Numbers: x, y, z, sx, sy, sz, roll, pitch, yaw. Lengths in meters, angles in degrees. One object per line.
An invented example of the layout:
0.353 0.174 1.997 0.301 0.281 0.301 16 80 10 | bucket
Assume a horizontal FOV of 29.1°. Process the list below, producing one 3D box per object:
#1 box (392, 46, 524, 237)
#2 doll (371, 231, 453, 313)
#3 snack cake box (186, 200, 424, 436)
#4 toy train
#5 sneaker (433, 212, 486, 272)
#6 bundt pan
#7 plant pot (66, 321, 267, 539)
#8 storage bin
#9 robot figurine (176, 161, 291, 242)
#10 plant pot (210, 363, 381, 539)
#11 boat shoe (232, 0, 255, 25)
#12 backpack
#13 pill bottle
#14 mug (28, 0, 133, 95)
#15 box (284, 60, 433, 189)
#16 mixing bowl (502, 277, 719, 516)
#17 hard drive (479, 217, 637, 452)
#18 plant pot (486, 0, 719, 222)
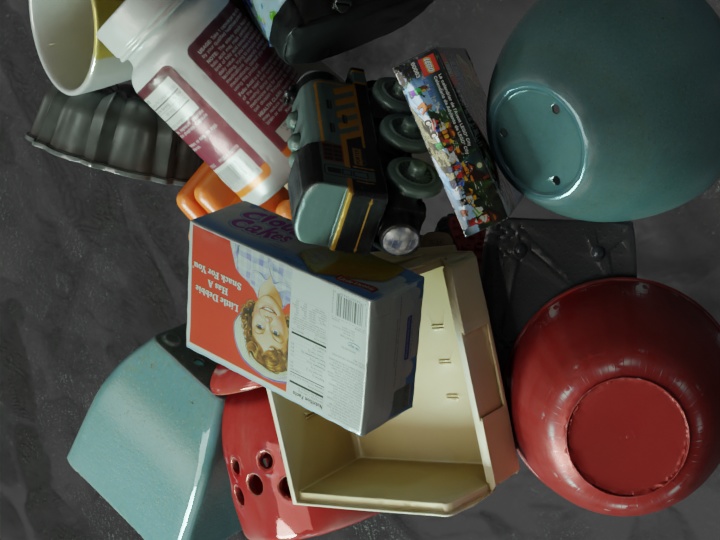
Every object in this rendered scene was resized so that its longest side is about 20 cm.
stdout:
0.084 -0.108 1.114 0.037 0.200 0.138 -22 94 13 | box
0.000 0.000 1.251 0.198 0.048 0.139 -5 101 44 | doll
-0.048 0.034 1.098 0.198 0.067 0.117 23 121 35 | snack cake box
-0.003 -0.090 1.096 0.202 0.112 0.086 -98 23 -47 | toy train
0.116 0.046 1.255 0.201 0.079 0.095 58 142 3 | sneaker
-0.241 -0.150 1.435 0.200 0.201 0.077 23 103 35 | bundt pan
-0.179 0.163 1.553 0.195 0.195 0.202 37 125 24 | plant pot
0.018 0.091 1.168 0.197 0.093 0.203 -4 102 44 | storage bin
-0.091 -0.026 1.377 0.143 0.117 0.200 -36 110 21 | robot figurine
-0.051 0.154 1.402 0.199 0.199 0.185 -16 95 49 | plant pot
-0.141 -0.256 1.257 0.073 0.199 0.064 -32 52 35 | boat shoe
-0.048 -0.279 1.183 0.202 0.162 0.154 62 155 8 | backpack
-0.124 -0.163 1.193 0.200 0.115 0.114 46 141 -13 | pill bottle
-0.216 -0.256 1.349 0.186 0.152 0.152 -1 99 55 | mug
-0.035 -0.121 1.313 0.200 0.077 0.096 41 136 21 | box
0.209 0.115 1.101 0.197 0.108 0.203 2 102 8 | mixing bowl
0.164 0.054 1.171 0.133 0.042 0.203 2 102 7 | hard drive
0.172 -0.120 1.057 0.199 0.134 0.203 24 128 35 | plant pot
